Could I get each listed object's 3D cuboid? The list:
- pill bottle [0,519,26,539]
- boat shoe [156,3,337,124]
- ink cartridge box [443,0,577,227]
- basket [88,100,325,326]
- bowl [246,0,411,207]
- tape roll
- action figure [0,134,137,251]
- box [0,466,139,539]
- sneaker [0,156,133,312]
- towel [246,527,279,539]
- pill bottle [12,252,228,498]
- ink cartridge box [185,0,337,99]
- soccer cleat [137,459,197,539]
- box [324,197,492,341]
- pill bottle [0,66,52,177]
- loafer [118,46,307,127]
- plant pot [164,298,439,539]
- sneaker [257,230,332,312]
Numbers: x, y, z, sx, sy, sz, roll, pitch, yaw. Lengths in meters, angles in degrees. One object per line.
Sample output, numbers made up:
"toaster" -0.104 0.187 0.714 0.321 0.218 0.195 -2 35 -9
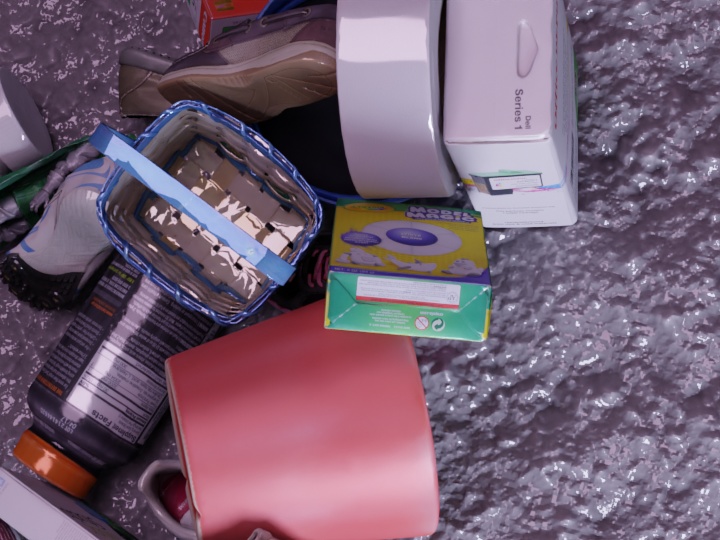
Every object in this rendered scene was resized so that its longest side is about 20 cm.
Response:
"pill bottle" -0.329 0.234 1.472 0.109 0.200 0.111 -5 72 15
"boat shoe" -0.079 -0.160 1.441 0.199 0.072 0.065 -8 57 49
"ink cartridge box" 0.120 -0.133 1.455 0.083 0.200 0.146 -1 73 12
"basket" -0.118 -0.048 1.428 0.176 0.200 0.139 38 95 2
"bowl" -0.006 -0.147 1.537 0.199 0.039 0.203 2 82 -16
"tape roll" 0.034 -0.156 1.420 0.070 0.203 0.204 -1 73 12
"action figure" -0.275 -0.062 1.614 0.199 0.118 0.055 -32 68 -6
"box" -0.189 0.229 1.471 0.199 0.144 0.036 33 87 22
"sneaker" -0.241 -0.029 1.572 0.072 0.200 0.073 42 47 -7
"towel" -0.054 0.284 1.392 0.133 0.200 0.034 -51 42 -3
"pill bottle" -0.203 0.086 1.539 0.106 0.106 0.201 31 84 22
"ink cartridge box" -0.086 -0.226 1.583 0.108 0.051 0.201 -10 53 -17
"soccer cleat" -0.095 0.215 1.478 0.199 0.086 0.070 30 84 22
"box" 0.035 -0.007 1.373 0.116 0.200 0.049 5 107 -1
"pill bottle" -0.377 -0.092 1.642 0.199 0.110 0.110 -28 68 7
"loafer" -0.123 -0.132 1.606 0.199 0.075 0.070 20 95 21
"plant pot" -0.049 0.118 1.406 0.176 0.201 0.202 -10 70 -8
"sneaker" 0.000 0.000 1.511 0.198 0.095 0.080 4 77 19
